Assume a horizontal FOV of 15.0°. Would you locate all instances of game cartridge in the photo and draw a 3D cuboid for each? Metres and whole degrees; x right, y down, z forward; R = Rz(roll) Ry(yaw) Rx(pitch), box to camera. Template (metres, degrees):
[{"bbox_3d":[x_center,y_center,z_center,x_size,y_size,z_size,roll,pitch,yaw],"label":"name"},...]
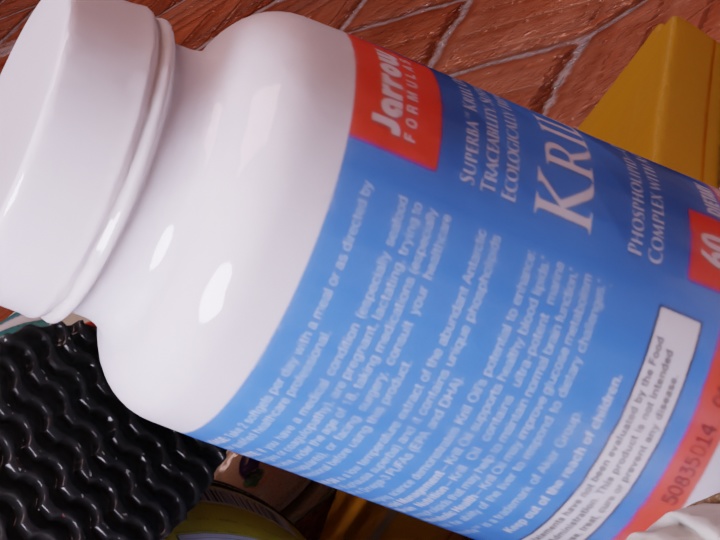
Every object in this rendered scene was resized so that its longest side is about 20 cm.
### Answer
[{"bbox_3d":[0.052,0.020,0.887,0.200,0.032,0.176,-53,6,23],"label":"game cartridge"}]

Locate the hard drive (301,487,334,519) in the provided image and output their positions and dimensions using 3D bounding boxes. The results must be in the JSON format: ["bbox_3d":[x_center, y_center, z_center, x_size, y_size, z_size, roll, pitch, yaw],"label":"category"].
[{"bbox_3d":[-0.112,0.127,0.970,0.200,0.033,0.140,-38,8,-16],"label":"hard drive"}]

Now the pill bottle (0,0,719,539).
[{"bbox_3d":[0.000,0.000,0.707,0.112,0.199,0.112,-54,23,37],"label":"pill bottle"}]

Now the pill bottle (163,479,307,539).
[{"bbox_3d":[-0.041,0.129,0.723,0.112,0.112,0.200,-32,15,-5],"label":"pill bottle"}]

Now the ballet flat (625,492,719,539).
[{"bbox_3d":[0.055,0.106,0.593,0.070,0.065,0.200,6,59,57],"label":"ballet flat"}]

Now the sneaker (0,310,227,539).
[{"bbox_3d":[-0.085,0.047,0.763,0.093,0.070,0.200,-37,6,37],"label":"sneaker"}]

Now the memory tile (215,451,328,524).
[{"bbox_3d":[-0.057,0.058,0.899,0.200,0.017,0.153,-37,24,7],"label":"memory tile"}]
